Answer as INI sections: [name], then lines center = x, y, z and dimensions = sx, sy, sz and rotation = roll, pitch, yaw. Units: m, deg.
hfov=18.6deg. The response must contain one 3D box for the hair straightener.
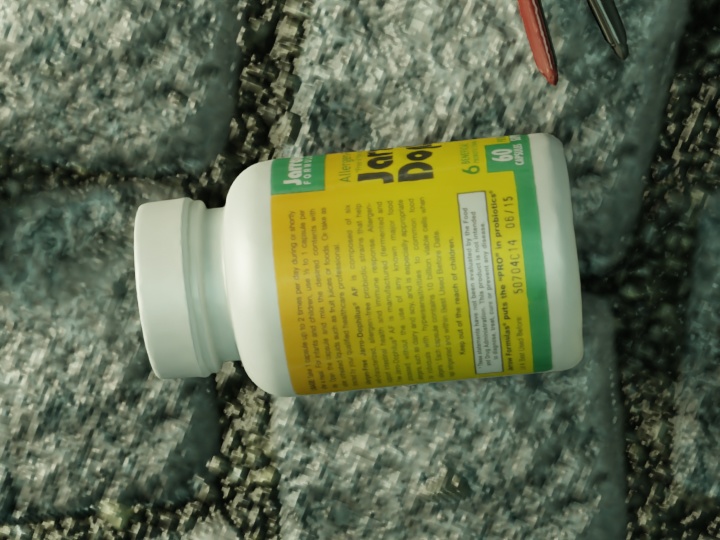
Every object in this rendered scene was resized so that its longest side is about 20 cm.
[hair straightener]
center = 0.093, -0.193, 1.039
dimensions = 0.077, 0.041, 0.200
rotation = -18, 92, 4

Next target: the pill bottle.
[pill bottle]
center = 0.000, 0.000, 1.027
dimensions = 0.200, 0.113, 0.113
rotation = -6, 97, 4
